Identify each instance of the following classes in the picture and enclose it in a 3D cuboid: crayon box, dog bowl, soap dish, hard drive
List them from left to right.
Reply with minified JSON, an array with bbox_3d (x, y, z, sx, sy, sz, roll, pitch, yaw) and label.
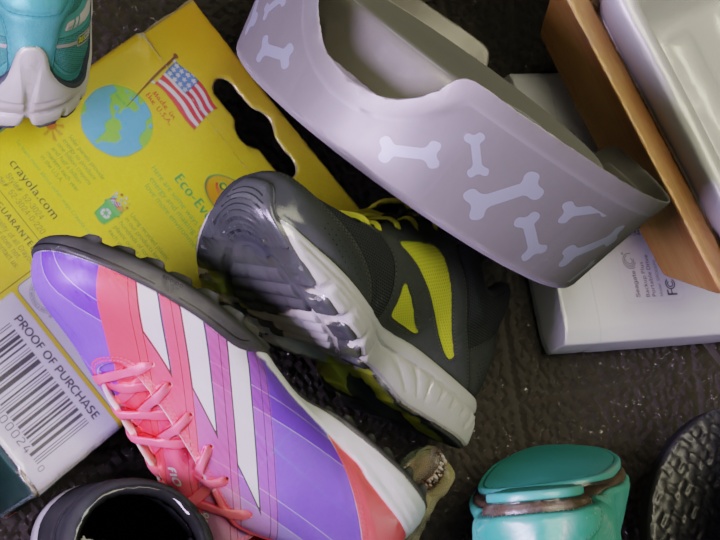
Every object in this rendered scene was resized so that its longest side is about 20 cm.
[{"bbox_3d":[-0.108,-0.008,1.014,0.200,0.051,0.127,-39,92,-31],"label":"crayon box"},{"bbox_3d":[0.034,-0.066,1.036,0.200,0.200,0.059,33,101,-13],"label":"dog bowl"},{"bbox_3d":[0.165,-0.031,1.173,0.200,0.027,0.132,-3,74,-27],"label":"hard drive"},{"bbox_3d":[0.189,-0.094,1.140,0.200,0.081,0.157,-28,90,-31],"label":"soap dish"}]

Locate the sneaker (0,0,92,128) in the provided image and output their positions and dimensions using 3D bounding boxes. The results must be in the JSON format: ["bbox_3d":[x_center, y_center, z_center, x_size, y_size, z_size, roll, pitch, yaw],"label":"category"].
[{"bbox_3d":[-0.137,-0.149,1.011,0.077,0.080,0.200,-1,48,-14],"label":"sneaker"}]

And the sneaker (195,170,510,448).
[{"bbox_3d":[0.000,0.000,1.007,0.085,0.074,0.200,-66,148,-16],"label":"sneaker"}]

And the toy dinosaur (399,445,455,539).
[{"bbox_3d":[0.018,0.177,1.019,0.088,0.047,0.200,23,68,-14],"label":"toy dinosaur"}]

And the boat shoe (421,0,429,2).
[{"bbox_3d":[0.059,-0.172,1.146,0.200,0.066,0.074,-12,78,-29],"label":"boat shoe"}]

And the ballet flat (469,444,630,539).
[{"bbox_3d":[0.077,0.115,1.009,0.067,0.200,0.070,-4,91,8],"label":"ballet flat"}]

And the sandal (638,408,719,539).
[{"bbox_3d":[0.155,0.162,1.097,0.075,0.045,0.200,-3,88,-22],"label":"sandal"}]

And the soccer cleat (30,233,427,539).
[{"bbox_3d":[-0.059,0.063,0.955,0.200,0.068,0.073,42,68,-26],"label":"soccer cleat"}]

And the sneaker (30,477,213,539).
[{"bbox_3d":[-0.061,0.163,0.936,0.071,0.099,0.200,-33,83,-15],"label":"sneaker"}]
